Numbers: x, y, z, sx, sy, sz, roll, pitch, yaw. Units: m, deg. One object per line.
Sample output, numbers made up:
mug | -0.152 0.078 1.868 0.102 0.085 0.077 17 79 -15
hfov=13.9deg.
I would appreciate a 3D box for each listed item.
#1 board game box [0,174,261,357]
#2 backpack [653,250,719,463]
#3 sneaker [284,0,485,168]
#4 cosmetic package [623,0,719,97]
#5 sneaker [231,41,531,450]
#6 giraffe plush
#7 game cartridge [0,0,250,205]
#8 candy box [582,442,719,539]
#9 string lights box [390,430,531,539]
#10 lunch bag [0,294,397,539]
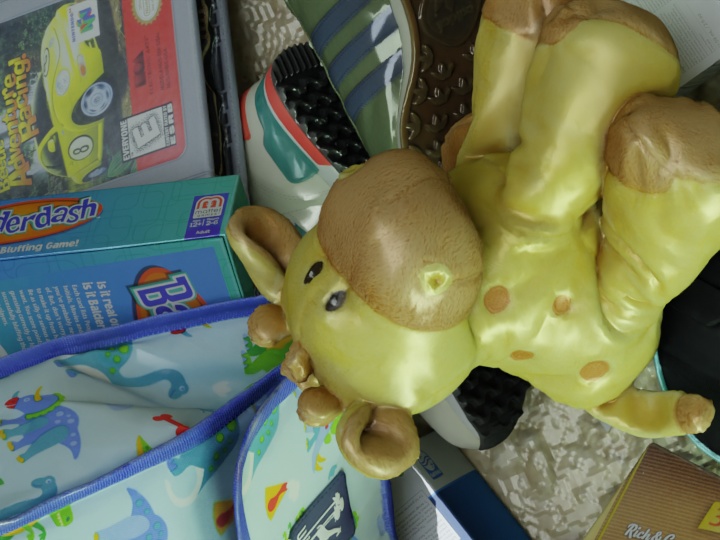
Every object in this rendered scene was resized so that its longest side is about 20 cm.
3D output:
board game box | -0.131 0.038 1.294 0.199 0.045 0.152 -5 129 13
backpack | 0.226 0.019 1.199 0.199 0.153 0.176 21 111 17
sneaker | 0.011 -0.105 1.273 0.090 0.067 0.201 17 127 54
cosmetic package | 0.092 -0.165 1.234 0.082 0.051 0.200 -34 84 20
sneaker | 0.000 0.000 1.339 0.093 0.070 0.200 -35 85 45
giraffe plush | 0.039 -0.006 1.162 0.173 0.162 0.201 38 134 54
game cartridge | -0.119 -0.077 1.344 0.133 0.041 0.201 -20 67 30
candy box | 0.114 0.181 1.218 0.115 0.055 0.200 26 77 47
string lights box | 0.055 0.183 1.337 0.103 0.059 0.200 -42 82 20
lunch bag | -0.076 0.112 1.231 0.127 0.199 0.171 43 149 48
